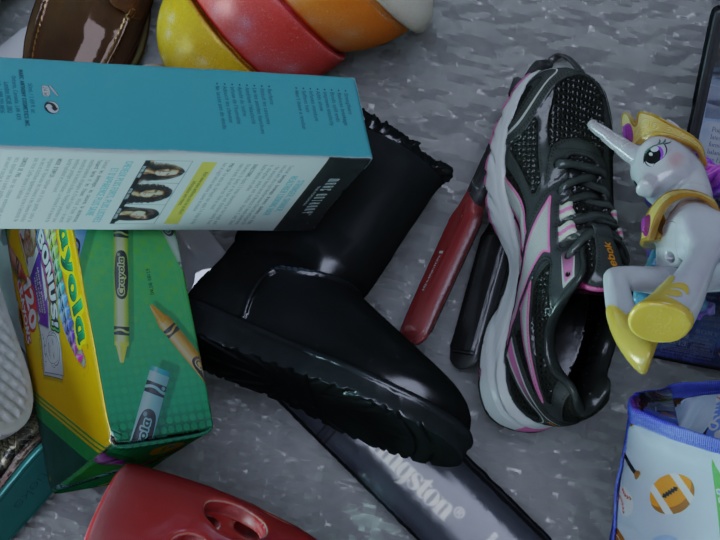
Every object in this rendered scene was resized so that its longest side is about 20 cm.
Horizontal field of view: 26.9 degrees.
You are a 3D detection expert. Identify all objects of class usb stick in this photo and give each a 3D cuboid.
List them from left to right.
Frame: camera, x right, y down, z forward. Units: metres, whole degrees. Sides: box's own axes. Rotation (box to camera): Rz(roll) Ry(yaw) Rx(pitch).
[{"bbox_3d":[0.025,0.108,0.852,0.200,0.033,0.055,44,84,9],"label":"usb stick"}]

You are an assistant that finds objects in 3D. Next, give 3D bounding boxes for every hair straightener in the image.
[{"bbox_3d":[0.092,-0.034,0.880,0.076,0.041,0.202,27,75,-19],"label":"hair straightener"}]

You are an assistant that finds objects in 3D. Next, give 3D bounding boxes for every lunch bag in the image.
[{"bbox_3d":[0.225,0.151,0.764,0.197,0.124,0.172,6,108,7],"label":"lunch bag"}]

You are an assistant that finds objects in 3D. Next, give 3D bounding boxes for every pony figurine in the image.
[{"bbox_3d":[0.205,-0.007,0.744,0.191,0.168,0.201,13,37,-2],"label":"pony figurine"}]

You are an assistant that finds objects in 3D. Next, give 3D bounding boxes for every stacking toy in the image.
[{"bbox_3d":[-0.070,-0.145,0.875,0.199,0.146,0.147,-38,79,15],"label":"stacking toy"}]

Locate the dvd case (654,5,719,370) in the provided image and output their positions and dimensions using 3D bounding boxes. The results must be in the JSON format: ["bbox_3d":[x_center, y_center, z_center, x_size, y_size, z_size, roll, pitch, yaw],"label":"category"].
[{"bbox_3d":[0.244,-0.035,0.832,0.141,0.018,0.202,11,106,6],"label":"dvd case"}]

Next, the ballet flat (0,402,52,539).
[{"bbox_3d":[-0.240,0.158,0.849,0.075,0.068,0.201,25,75,29],"label":"ballet flat"}]

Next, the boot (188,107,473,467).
[{"bbox_3d":[0.001,0.001,0.827,0.197,0.074,0.163,21,66,22],"label":"boot"}]

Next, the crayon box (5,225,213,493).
[{"bbox_3d":[-0.143,0.007,0.813,0.058,0.119,0.202,-5,74,-29],"label":"crayon box"}]

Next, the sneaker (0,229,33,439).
[{"bbox_3d":[-0.243,0.005,0.836,0.079,0.078,0.202,-24,71,34],"label":"sneaker"}]

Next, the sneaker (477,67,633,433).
[{"bbox_3d":[0.120,-0.010,0.820,0.079,0.086,0.203,1,89,-24],"label":"sneaker"}]

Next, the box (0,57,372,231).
[{"bbox_3d":[-0.101,-0.059,0.738,0.198,0.082,0.050,0,65,-27],"label":"box"}]

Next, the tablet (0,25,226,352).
[{"bbox_3d":[-0.185,-0.037,0.900,0.130,0.014,0.200,-40,80,-4],"label":"tablet"}]

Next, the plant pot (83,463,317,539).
[{"bbox_3d":[-0.066,0.216,0.758,0.180,0.200,0.203,14,80,-2],"label":"plant pot"}]

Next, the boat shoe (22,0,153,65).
[{"bbox_3d":[-0.153,-0.181,0.892,0.071,0.068,0.202,20,78,5],"label":"boat shoe"}]
